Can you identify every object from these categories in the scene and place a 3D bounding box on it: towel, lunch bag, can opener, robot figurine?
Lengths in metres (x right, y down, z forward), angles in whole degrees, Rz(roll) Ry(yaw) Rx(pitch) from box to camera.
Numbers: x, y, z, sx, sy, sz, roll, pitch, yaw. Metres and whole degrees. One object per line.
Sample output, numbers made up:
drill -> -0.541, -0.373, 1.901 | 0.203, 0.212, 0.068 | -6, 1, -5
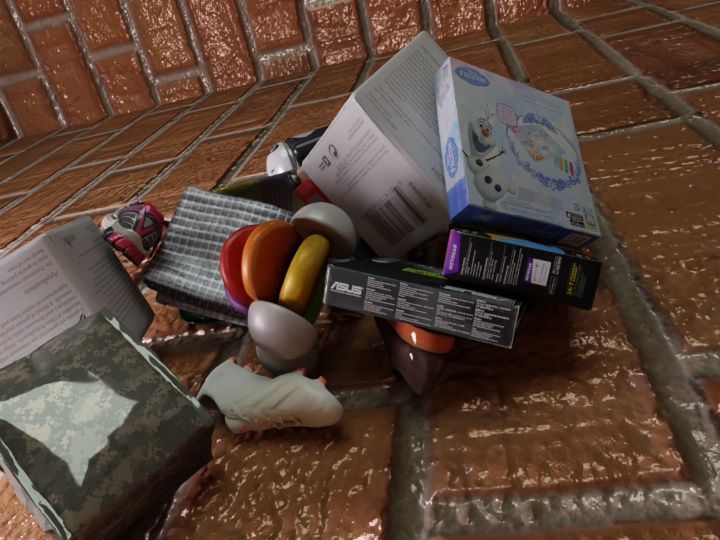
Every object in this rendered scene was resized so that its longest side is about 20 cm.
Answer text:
towel -> -0.168, -0.100, 1.013 | 0.196, 0.146, 0.023 | -22, 47, -27
lunch bag -> -0.267, 0.151, 0.581 | 0.199, 0.119, 0.163 | 42, 53, 15
towel -> -0.193, -0.021, 0.833 | 0.194, 0.086, 0.170 | 14, 73, 9
can opener -> 0.000, 0.000, 0.878 | 0.065, 0.053, 0.201 | 27, 39, 2
robot figurine -> -0.101, -0.230, 1.241 | 0.195, 0.153, 0.126 | -21, 41, -11

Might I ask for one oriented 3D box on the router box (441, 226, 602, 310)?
router box -> 0.170, -0.009, 0.653 | 0.145, 0.053, 0.200 | 13, 7, 10

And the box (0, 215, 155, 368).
box -> -0.395, 0.063, 0.740 | 0.196, 0.174, 0.200 | -32, 14, -4

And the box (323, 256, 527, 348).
box -> 0.082, 0.026, 0.653 | 0.194, 0.049, 0.192 | 13, 5, 19

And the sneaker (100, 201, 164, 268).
sneaker -> -0.318, -0.061, 0.849 | 0.075, 0.081, 0.199 | -50, 27, -8

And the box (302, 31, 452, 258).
box -> 0.062, -0.161, 0.816 | 0.172, 0.201, 0.198 | -46, 6, -29

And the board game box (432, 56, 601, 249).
board game box -> 0.187, -0.139, 0.712 | 0.195, 0.205, 0.043 | 10, -27, -25

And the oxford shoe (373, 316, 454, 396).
oxford shoe -> 0.046, 0.082, 0.674 | 0.069, 0.075, 0.200 | 12, 5, -9

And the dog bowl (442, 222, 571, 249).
dog bowl -> 0.214, -0.057, 0.848 | 0.194, 0.060, 0.202 | -11, 29, 6

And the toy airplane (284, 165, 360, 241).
toy airplane -> -0.030, -0.109, 0.996 | 0.195, 0.201, 0.144 | -22, 73, -24

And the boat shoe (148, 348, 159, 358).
boat shoe -> -0.311, 0.172, 0.694 | 0.065, 0.073, 0.202 | -22, 29, 28

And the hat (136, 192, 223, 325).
hat -> -0.237, -0.035, 0.903 | 0.194, 0.180, 0.167 | -15, 26, 1

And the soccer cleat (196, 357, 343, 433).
soccer cleat -> -0.103, 0.148, 0.641 | 0.196, 0.070, 0.078 | 3, 42, 38

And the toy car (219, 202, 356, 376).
toy car -> -0.095, 0.016, 0.696 | 0.146, 0.201, 0.179 | 20, 66, 6
